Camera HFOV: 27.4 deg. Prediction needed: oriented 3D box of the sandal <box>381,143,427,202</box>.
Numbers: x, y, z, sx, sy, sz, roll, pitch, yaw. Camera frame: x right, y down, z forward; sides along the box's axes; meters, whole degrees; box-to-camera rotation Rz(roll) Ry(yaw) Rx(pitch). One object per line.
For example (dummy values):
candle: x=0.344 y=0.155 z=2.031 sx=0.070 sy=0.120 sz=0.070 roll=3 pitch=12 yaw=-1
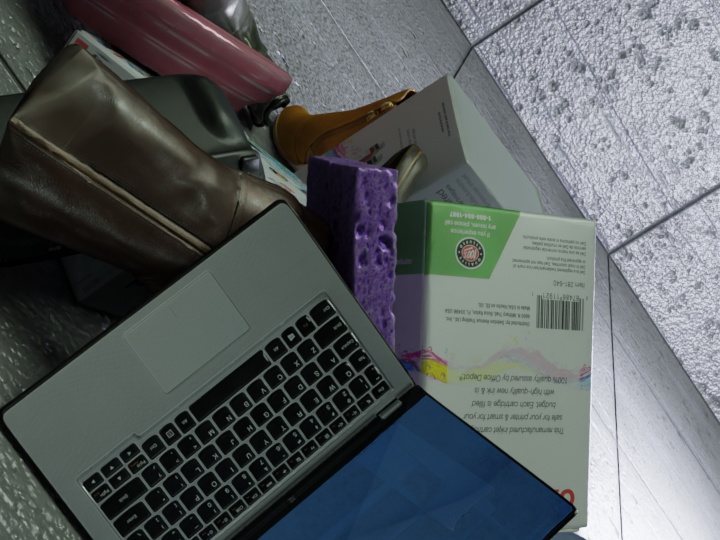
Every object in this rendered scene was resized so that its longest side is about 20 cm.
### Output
sandal: x=0.000 y=0.000 z=1.074 sx=0.054 sy=0.201 sz=0.082 roll=37 pitch=-19 yaw=-15

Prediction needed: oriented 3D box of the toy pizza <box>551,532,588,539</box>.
toy pizza: x=0.108 y=0.222 z=0.929 sx=0.199 sy=0.032 sz=0.200 roll=14 pitch=25 yaw=-7

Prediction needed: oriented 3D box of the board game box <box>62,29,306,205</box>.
board game box: x=-0.111 y=-0.090 z=1.050 sx=0.200 sy=0.035 sz=0.126 roll=39 pitch=7 yaw=20

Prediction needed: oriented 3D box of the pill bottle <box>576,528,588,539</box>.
pill bottle: x=0.119 y=0.254 z=1.051 sx=0.120 sy=0.119 sz=0.200 roll=54 pitch=20 yaw=-13

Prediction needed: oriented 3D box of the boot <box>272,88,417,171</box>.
boot: x=-0.006 y=-0.127 z=1.372 sx=0.071 sy=0.144 sz=0.202 roll=50 pitch=17 yaw=-28

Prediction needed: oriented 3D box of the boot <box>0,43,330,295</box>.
boot: x=-0.131 y=0.003 z=0.782 sx=0.200 sy=0.187 sz=0.064 roll=32 pitch=-8 yaw=-38

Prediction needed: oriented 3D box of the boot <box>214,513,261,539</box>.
boot: x=-0.011 y=0.222 z=0.834 sx=0.175 sy=0.069 sz=0.200 roll=64 pitch=15 yaw=23

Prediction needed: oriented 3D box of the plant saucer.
plant saucer: x=-0.147 y=-0.178 z=1.110 sx=0.200 sy=0.051 sz=0.201 roll=33 pitch=6 yaw=-4

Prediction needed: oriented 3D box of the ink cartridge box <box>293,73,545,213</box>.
ink cartridge box: x=0.036 y=-0.027 z=1.211 sx=0.145 sy=0.199 sz=0.145 roll=47 pitch=21 yaw=-30

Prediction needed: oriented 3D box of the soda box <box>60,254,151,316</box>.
soda box: x=-0.112 y=-0.003 z=0.957 sx=0.064 sy=0.068 sz=0.200 roll=63 pitch=16 yaw=22

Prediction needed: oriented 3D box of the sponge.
sponge: x=-0.008 y=0.036 z=0.859 sx=0.112 sy=0.030 sz=0.201 roll=-160 pitch=-110 yaw=-73

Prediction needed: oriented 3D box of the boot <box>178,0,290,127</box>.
boot: x=-0.100 y=-0.195 z=1.285 sx=0.131 sy=0.068 sz=0.200 roll=57 pitch=-4 yaw=0

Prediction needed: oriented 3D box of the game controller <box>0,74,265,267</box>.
game controller: x=-0.149 y=-0.062 z=0.841 sx=0.199 sy=0.042 sz=0.105 roll=-12 pitch=57 yaw=-34

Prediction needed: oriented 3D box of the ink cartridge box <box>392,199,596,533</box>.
ink cartridge box: x=0.070 y=0.063 z=0.935 sx=0.144 sy=0.084 sz=0.201 roll=5 pitch=86 yaw=-36

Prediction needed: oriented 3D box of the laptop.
laptop: x=-0.038 y=0.094 z=0.725 sx=0.200 sy=0.187 sz=0.116 roll=55 pitch=-18 yaw=-9
